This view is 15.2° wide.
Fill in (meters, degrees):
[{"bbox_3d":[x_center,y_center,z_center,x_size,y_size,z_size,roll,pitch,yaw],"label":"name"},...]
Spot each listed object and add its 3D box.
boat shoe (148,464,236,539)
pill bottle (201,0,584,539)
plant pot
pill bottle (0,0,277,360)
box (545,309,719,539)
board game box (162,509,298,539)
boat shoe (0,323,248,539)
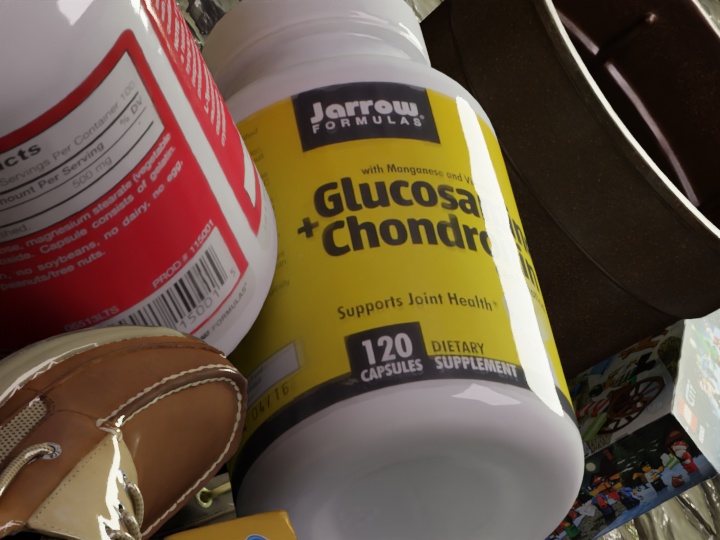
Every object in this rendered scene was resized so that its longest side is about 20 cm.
[{"bbox_3d":[-0.037,0.083,0.994,0.060,0.072,0.200,69,20,-7],"label":"boat shoe"},{"bbox_3d":[0.000,0.000,0.896,0.112,0.112,0.200,33,33,-44],"label":"pill bottle"},{"bbox_3d":[0.061,-0.029,1.175,0.200,0.198,0.200,42,27,-26],"label":"plant pot"},{"bbox_3d":[-0.103,-0.053,0.775,0.200,0.112,0.112,66,10,-50],"label":"pill bottle"},{"bbox_3d":[0.103,0.060,1.230,0.038,0.137,0.200,53,24,-15],"label":"box"},{"bbox_3d":[-0.022,0.195,0.791,0.040,0.153,0.200,-10,58,-25],"label":"board game box"},{"bbox_3d":[-0.094,0.080,0.721,0.074,0.076,0.200,24,36,30],"label":"boat shoe"}]
